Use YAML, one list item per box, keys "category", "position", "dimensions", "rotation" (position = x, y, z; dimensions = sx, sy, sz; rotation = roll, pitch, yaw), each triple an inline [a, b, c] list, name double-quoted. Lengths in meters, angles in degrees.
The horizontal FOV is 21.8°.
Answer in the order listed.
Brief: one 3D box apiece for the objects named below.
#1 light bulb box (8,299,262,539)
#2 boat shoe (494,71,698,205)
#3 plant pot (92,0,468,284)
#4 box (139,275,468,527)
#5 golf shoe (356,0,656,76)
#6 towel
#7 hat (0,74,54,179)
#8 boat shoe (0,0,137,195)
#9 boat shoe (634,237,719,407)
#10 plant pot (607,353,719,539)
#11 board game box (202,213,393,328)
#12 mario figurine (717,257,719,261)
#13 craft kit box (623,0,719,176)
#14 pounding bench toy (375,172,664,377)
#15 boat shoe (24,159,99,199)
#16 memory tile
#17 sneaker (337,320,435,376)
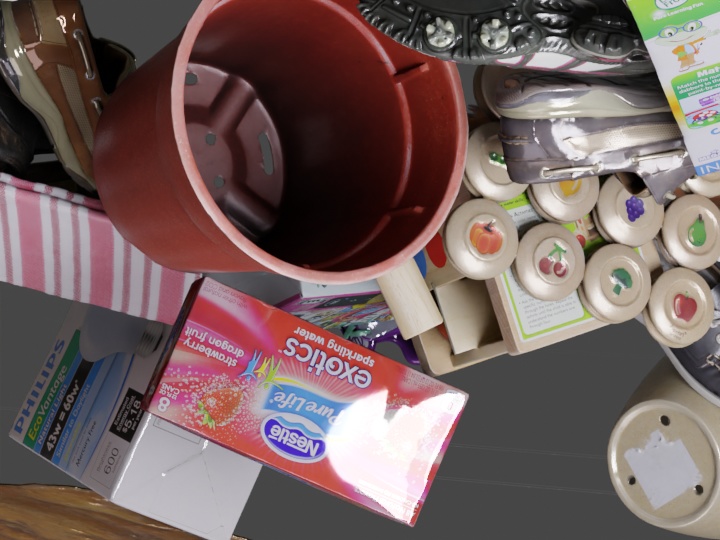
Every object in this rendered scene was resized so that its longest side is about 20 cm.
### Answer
- category: "light bulb box"
  position: [-0.164, 0.093, 1.544]
  dimensions: [0.124, 0.199, 0.199]
  rotation: [28, 174, -36]
- category: "boat shoe"
  position: [0.174, -0.081, 1.142]
  dimensions: [0.198, 0.074, 0.075]
  rotation: [0, -165, -13]
- category: "plant pot"
  position: [-0.068, -0.081, 1.180]
  dimensions: [0.200, 0.202, 0.195]
  rotation: [22, 163, -26]
- category: "box"
  position: [-0.040, 0.089, 1.267]
  dimensions: [0.199, 0.100, 0.095]
  rotation: [25, 174, -8]
- category: "golf shoe"
  position: [0.096, -0.142, 1.091]
  dimensions: [0.198, 0.078, 0.088]
  rotation: [8, 165, 9]
- category: "towel"
  position: [-0.209, -0.022, 1.364]
  dimensions: [0.198, 0.030, 0.147]
  rotation: [15, 153, -1]
- category: "hat"
  position: [-0.298, -0.102, 1.362]
  dimensions: [0.199, 0.081, 0.201]
  rotation: [10, 159, 4]
- category: "boat shoe"
  position: [-0.184, -0.120, 1.269]
  dimensions: [0.073, 0.076, 0.200]
  rotation: [-22, 151, 4]
- category: "boat shoe"
  position: [0.247, 0.029, 1.329]
  dimensions: [0.074, 0.200, 0.061]
  rotation: [-26, 146, -22]
- category: "plant pot"
  position: [0.273, 0.127, 1.401]
  dimensions: [0.186, 0.189, 0.199]
  rotation: [-7, -177, 37]
- category: "board game box"
  position: [0.000, 0.000, 1.391]
  dimensions: [0.199, 0.065, 0.147]
  rotation: [-7, 170, -34]
- category: "mario figurine"
  position: [0.316, -0.001, 1.274]
  dimensions: [0.123, 0.106, 0.200]
  rotation: [39, 164, 31]
- category: "craft kit box"
  position: [0.251, -0.138, 0.991]
  dimensions: [0.199, 0.049, 0.198]
  rotation: [-16, 153, 13]
- category: "pounding bench toy"
  position: [0.071, 0.000, 1.246]
  dimensions: [0.199, 0.125, 0.156]
  rotation: [-17, 178, -27]
- category: "boat shoe"
  position: [-0.194, -0.061, 1.451]
  dimensions: [0.199, 0.072, 0.076]
  rotation: [2, 179, 27]
- category: "memory tile"
  position: [0.151, -0.047, 1.190]
  dimensions: [0.199, 0.154, 0.017]
  rotation: [18, 167, -20]
- category: "sneaker"
  position: [-0.012, 0.020, 1.510]
  dimensions: [0.199, 0.088, 0.074]
  rotation: [19, 157, -20]
